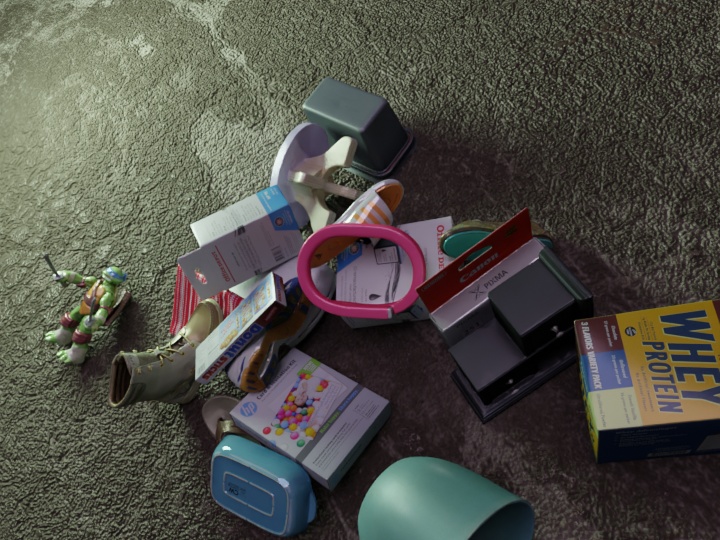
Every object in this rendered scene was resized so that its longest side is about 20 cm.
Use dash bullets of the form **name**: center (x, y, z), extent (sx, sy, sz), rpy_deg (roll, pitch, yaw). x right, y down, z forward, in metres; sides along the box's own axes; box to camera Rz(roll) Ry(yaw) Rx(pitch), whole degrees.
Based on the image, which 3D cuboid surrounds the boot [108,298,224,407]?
- **boot**: center (-0.321, 0.137, 1.018), extent (0.072, 0.155, 0.200), rpy_deg (33, 103, 34)

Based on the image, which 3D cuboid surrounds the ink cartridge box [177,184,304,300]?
- **ink cartridge box**: center (-0.204, -0.046, 1.033), extent (0.200, 0.116, 0.067), rpy_deg (-27, 49, -9)

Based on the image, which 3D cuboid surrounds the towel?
- **towel**: center (-0.267, 0.088, 1.089), extent (0.200, 0.022, 0.145), rpy_deg (25, 113, 30)

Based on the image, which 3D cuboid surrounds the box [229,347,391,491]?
- **box**: center (-0.077, 0.222, 0.954), extent (0.200, 0.041, 0.156), rpy_deg (24, 53, 31)

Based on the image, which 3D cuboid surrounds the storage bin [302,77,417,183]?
- **storage bin**: center (-0.004, -0.282, 1.166), extent (0.200, 0.134, 0.146), rpy_deg (31, 77, 30)

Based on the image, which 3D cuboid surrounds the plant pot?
- **plant pot**: center (0.094, 0.333, 0.776), extent (0.161, 0.201, 0.201), rpy_deg (27, 75, 44)

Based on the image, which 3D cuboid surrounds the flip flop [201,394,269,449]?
- **flip flop**: center (-0.195, 0.279, 0.986), extent (0.081, 0.058, 0.200), rpy_deg (-40, 60, 2)

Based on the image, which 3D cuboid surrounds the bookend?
- **bookend**: center (0.212, 0.096, 0.845), extent (0.199, 0.200, 0.092), rpy_deg (-34, 57, 0)

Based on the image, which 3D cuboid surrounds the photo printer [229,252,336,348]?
- **photo printer**: center (-0.147, 0.036, 1.090), extent (0.200, 0.069, 0.167), rpy_deg (26, 75, 30)

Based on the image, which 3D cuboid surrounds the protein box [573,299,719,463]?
- **protein box**: center (0.378, 0.144, 0.755), extent (0.198, 0.200, 0.135), rpy_deg (-10, 60, 15)

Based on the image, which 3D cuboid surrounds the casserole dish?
- **casserole dish**: center (-0.156, 0.325, 0.916), extent (0.200, 0.039, 0.121), rpy_deg (14, 106, 29)

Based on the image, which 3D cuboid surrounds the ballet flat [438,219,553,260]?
- **ballet flat**: center (0.207, -0.053, 0.966), extent (0.200, 0.071, 0.071), rpy_deg (1, 58, -18)

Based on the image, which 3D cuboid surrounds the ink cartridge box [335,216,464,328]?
- **ink cartridge box**: center (0.067, 0.005, 1.017), extent (0.200, 0.086, 0.147), rpy_deg (-10, 61, 18)

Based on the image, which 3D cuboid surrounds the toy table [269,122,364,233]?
- **toy table**: center (-0.078, -0.161, 1.112), extent (0.117, 0.184, 0.200), rpy_deg (20, 108, 38)

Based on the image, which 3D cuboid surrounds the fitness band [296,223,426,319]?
- **fitness band**: center (0.000, 0.000, 0.939), extent (0.200, 0.037, 0.144), rpy_deg (3, 100, 14)

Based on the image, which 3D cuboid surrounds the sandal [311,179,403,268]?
- **sandal**: center (-0.002, -0.058, 0.987), extent (0.207, 0.079, 0.059), rpy_deg (-40, 56, 7)

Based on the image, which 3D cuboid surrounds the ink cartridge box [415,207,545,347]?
- **ink cartridge box**: center (0.191, 0.020, 0.908), extent (0.200, 0.174, 0.044), rpy_deg (-36, 57, 0)

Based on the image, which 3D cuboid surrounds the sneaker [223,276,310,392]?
- **sneaker**: center (-0.157, 0.091, 0.988), extent (0.088, 0.075, 0.200), rpy_deg (21, 75, 42)

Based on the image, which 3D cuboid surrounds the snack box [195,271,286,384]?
- **snack box**: center (-0.191, 0.091, 0.959), extent (0.200, 0.024, 0.072), rpy_deg (-44, 34, 20)

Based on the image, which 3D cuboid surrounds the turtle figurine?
- **turtle figurine**: center (-0.547, 0.072, 1.164), extent (0.144, 0.200, 0.194), rpy_deg (31, 101, 0)
